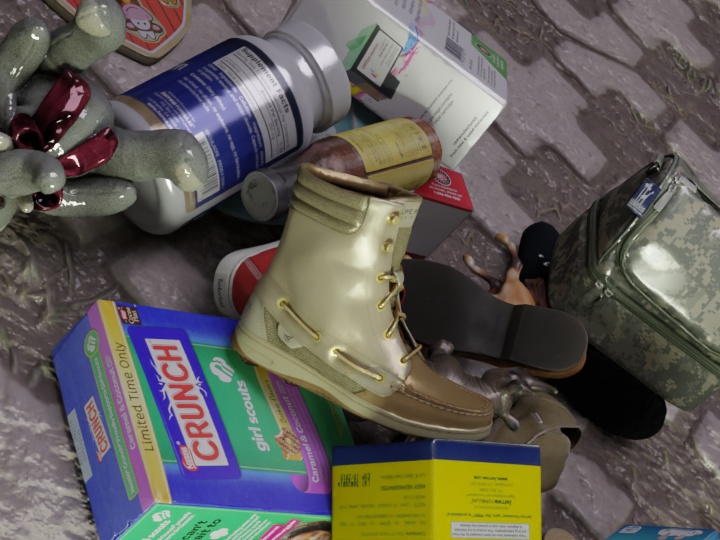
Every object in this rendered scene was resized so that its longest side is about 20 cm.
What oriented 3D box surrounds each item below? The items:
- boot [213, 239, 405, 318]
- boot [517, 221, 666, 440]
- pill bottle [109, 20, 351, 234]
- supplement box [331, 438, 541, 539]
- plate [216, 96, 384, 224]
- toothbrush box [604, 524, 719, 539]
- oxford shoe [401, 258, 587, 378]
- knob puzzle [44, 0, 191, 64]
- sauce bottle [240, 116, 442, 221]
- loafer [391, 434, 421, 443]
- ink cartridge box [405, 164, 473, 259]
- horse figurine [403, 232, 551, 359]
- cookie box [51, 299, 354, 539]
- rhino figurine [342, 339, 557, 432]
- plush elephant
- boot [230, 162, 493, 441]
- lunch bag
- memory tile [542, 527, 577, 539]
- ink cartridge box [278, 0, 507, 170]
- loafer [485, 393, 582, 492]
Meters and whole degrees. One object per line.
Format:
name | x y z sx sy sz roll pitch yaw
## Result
boot | 0.000 0.000 1.334 0.200 0.144 0.073 -28 119 -49
boot | 0.224 0.051 1.614 0.200 0.076 0.168 35 39 -3
pill bottle | -0.111 -0.121 1.358 0.200 0.116 0.116 -32 77 -30
supplement box | 0.053 0.221 1.159 0.109 0.109 0.201 9 77 -40
plate | -0.071 -0.124 1.454 0.199 0.026 0.201 3 51 -4
toothbrush box | 0.199 0.291 1.246 0.200 0.085 0.147 -21 104 -54
oxford shoe | 0.094 0.049 1.406 0.200 0.071 0.071 22 74 16
knob puzzle | -0.227 -0.274 1.532 0.219 0.030 0.220 28 38 -24
sauce bottle | -0.015 -0.081 1.364 0.200 0.066 0.066 -17 66 -47
loafer | 0.068 0.138 1.374 0.072 0.063 0.200 45 34 4
ink cartridge box | 0.005 -0.124 1.566 0.144 0.084 0.200 14 45 -35
horse figurine | 0.093 0.029 1.482 0.199 0.050 0.133 -4 48 -23
cookie box | -0.105 0.118 1.205 0.200 0.075 0.171 10 46 -40
rhino figurine | 0.057 0.092 1.327 0.199 0.060 0.087 5 18 -1
plush elephant | -0.240 -0.085 1.194 0.165 0.199 0.155 67 29 -28
boot | 0.022 0.023 1.188 0.200 0.156 0.073 24 13 11
lunch bag | 0.289 0.003 1.514 0.200 0.168 0.139 37 32 -13
memory tile | 0.156 0.293 1.343 0.153 0.017 0.200 11 47 -39
ink cartridge box | 0.030 -0.198 1.496 0.200 0.084 0.145 36 20 -10
loafer | 0.138 0.156 1.405 0.067 0.076 0.200 24 31 13
